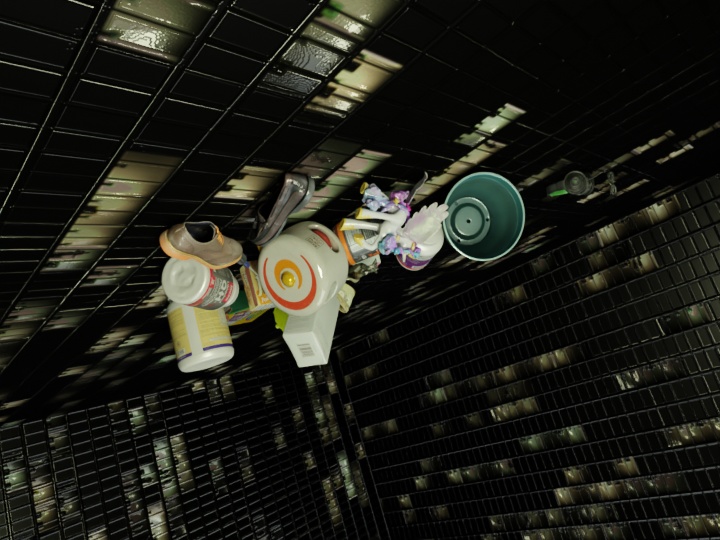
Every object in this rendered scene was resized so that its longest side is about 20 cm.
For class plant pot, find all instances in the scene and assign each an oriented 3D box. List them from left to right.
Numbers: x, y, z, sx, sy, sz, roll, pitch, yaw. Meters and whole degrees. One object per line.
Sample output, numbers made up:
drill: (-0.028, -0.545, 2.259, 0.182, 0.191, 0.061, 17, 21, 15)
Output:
plant pot: (0.287, -0.131, 1.314, 0.194, 0.206, 0.188, -18, -177, 0)

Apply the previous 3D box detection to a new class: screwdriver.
screwdriver: (-0.253, -0.003, 1.232, 0.028, 0.029, 0.200, 4, 153, 28)

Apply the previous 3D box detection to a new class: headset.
headset: (0.652, -0.245, 1.552, 0.121, 0.097, 0.197, -6, 173, -45)

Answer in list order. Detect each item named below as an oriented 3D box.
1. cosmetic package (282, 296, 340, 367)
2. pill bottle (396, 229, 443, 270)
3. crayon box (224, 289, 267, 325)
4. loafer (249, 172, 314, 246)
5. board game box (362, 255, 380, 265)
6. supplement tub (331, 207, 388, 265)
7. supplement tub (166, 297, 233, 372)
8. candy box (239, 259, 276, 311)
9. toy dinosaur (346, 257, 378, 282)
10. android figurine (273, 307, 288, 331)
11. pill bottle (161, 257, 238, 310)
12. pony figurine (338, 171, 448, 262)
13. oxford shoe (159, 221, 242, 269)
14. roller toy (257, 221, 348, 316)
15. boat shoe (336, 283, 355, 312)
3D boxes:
cosmetic package: (-0.113, 0.114, 1.263, 0.079, 0.203, 0.115, -9, 128, 15)
pill bottle: (0.169, -0.080, 1.482, 0.109, 0.116, 0.200, -15, 166, -13)
crayon box: (-0.373, 0.117, 1.622, 0.169, 0.060, 0.198, -7, 162, -43)
loafer: (-0.163, -0.119, 0.983, 0.062, 0.074, 0.199, 18, 139, -37)
board game box: (-0.023, -0.019, 1.497, 0.143, 0.066, 0.200, -18, 178, -3)
supplement tub: (0.002, -0.080, 1.256, 0.195, 0.110, 0.107, -21, 167, 10)
supplement tub: (-0.414, 0.141, 1.341, 0.141, 0.206, 0.146, -17, 167, -4)
candy box: (-0.207, 0.029, 1.374, 0.196, 0.119, 0.055, -8, 164, -39)
toy dinosaur: (0.000, 0.000, 1.283, 0.085, 0.049, 0.200, -15, -169, -3)
android figurine: (-0.190, 0.116, 1.608, 0.196, 0.187, 0.041, -27, 157, 22)
pill bottle: (-0.351, 0.030, 1.183, 0.108, 0.114, 0.200, -20, 167, 7)
pony figurine: (0.078, -0.111, 1.123, 0.195, 0.169, 0.195, 18, 126, -24)
oxford shoe: (-0.293, -0.053, 1.029, 0.072, 0.073, 0.198, -30, 164, 24)
roller toy: (-0.129, -0.005, 1.145, 0.177, 0.206, 0.140, -3, -162, 27)
boat shoe: (-0.101, 0.040, 1.363, 0.197, 0.064, 0.073, 29, 153, -20)
